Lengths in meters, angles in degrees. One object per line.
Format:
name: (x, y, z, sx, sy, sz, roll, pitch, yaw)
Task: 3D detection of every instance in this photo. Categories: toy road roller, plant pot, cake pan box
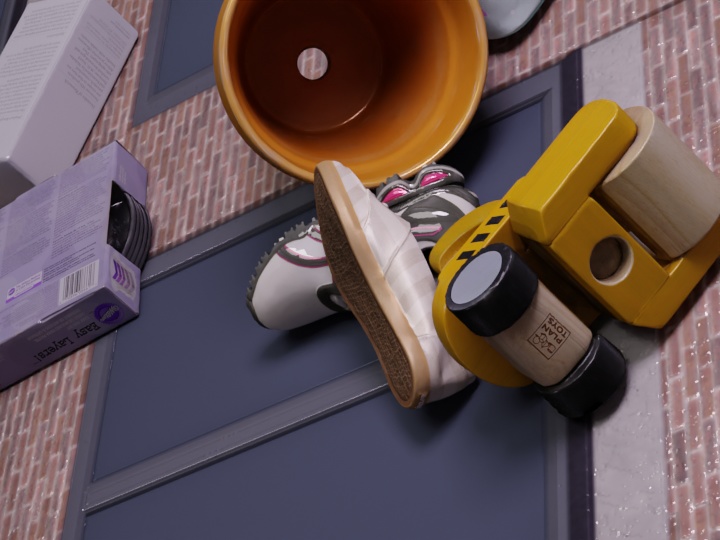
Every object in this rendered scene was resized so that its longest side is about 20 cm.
toy road roller: (0.130, -0.015, 1.435, 0.200, 0.123, 0.146, -50, 25, -4)
plant pot: (-0.020, -0.163, 1.668, 0.200, 0.200, 0.183, -50, 10, -5)
cake pan box: (-0.271, -0.001, 1.881, 0.200, 0.052, 0.184, -29, 41, 23)

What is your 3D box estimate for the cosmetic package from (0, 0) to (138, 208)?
cosmetic package: (-0.299, -0.160, 2.044, 0.101, 0.071, 0.200, -4, 53, 43)

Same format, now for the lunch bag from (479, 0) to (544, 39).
lunch bag: (0.081, -0.261, 1.745, 0.200, 0.077, 0.160, 15, 61, 51)

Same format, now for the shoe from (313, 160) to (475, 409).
shoe: (0.020, 0.006, 1.522, 0.053, 0.070, 0.200, -16, 64, -19)

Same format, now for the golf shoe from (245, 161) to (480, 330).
golf shoe: (0.000, 0.000, 1.589, 0.200, 0.077, 0.088, -31, 48, 23)
